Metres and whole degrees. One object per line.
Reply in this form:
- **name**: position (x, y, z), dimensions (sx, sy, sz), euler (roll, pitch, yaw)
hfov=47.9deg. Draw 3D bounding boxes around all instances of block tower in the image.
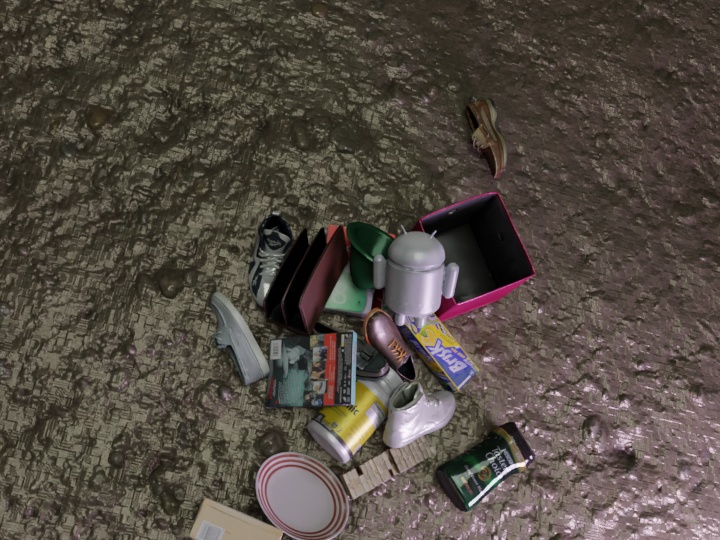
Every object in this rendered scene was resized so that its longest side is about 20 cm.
- **block tower**: position (0.055, 0.396, 1.656), dimensions (0.198, 0.054, 0.058), euler (-23, 81, -18)

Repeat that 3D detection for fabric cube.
- **fabric cube**: position (0.219, -0.022, 1.735), dimensions (0.195, 0.199, 0.202), euler (-20, 79, -16)

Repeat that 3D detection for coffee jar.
- **coffee jar**: position (0.263, 0.404, 1.682), dimensions (0.199, 0.085, 0.105), euler (-31, 83, -19)

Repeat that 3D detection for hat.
- **hat**: position (0.001, 0.022, 1.720), dimensions (0.165, 0.201, 0.177), euler (25, 115, -17)

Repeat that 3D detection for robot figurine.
- **robot figurine**: position (0.107, 0.010, 1.586), dimensions (0.168, 0.113, 0.202), euler (4, 114, 5)

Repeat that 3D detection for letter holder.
- **letter holder**: position (-0.113, 0.004, 1.643), dimensions (0.100, 0.143, 0.201), euler (19, 61, 15)

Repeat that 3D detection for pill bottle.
- **pill bottle**: position (-0.005, 0.281, 1.646), dimensions (0.111, 0.111, 0.200), euler (44, 70, 3)

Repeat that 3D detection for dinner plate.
- **dinner plate**: position (-0.115, 0.442, 1.576), dimensions (0.199, 0.024, 0.201), euler (21, 34, -15)

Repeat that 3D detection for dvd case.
- **dvd case**: position (-0.100, 0.202, 1.634), dimensions (0.198, 0.022, 0.148), euler (-7, 71, 25)

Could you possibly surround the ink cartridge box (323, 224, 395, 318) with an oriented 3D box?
- **ink cartridge box**: position (0.000, 0.000, 1.762), dimensions (0.159, 0.050, 0.202), euler (8, 75, -10)

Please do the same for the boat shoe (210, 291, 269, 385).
- **boat shoe**: position (-0.262, 0.140, 1.653), dimensions (0.071, 0.070, 0.202), euler (-30, 85, -21)

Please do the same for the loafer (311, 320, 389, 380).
- **loafer**: position (-0.030, 0.162, 1.648), dimensions (0.199, 0.063, 0.072), euler (21, 46, 32)

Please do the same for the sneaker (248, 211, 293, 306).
- **sneaker**: position (-0.187, -0.032, 1.687), dimensions (0.079, 0.130, 0.201), euler (13, 72, -6)

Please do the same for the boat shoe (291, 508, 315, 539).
- **boat shoe**: position (-0.094, 0.567, 1.575), dimensions (0.065, 0.073, 0.202), euler (13, 71, -29)

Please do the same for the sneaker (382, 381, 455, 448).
- **sneaker**: position (0.130, 0.270, 1.651), dimensions (0.073, 0.117, 0.199), euler (30, 40, 35)

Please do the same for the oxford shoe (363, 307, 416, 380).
- **oxford shoe**: position (0.067, 0.152, 1.655), dimensions (0.071, 0.201, 0.073), euler (-45, 44, -14)

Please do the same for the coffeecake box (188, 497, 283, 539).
- **coffeecake box**: position (-0.233, 0.482, 1.492), dimensions (0.152, 0.200, 0.074), euler (24, 71, -4)

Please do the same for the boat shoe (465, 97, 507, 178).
- **boat shoe**: position (0.292, -0.309, 1.905), dimensions (0.073, 0.076, 0.202), euler (-7, 68, -8)

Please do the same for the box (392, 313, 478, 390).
- **box**: position (0.158, 0.160, 1.724), dimensions (0.070, 0.064, 0.200), euler (-41, 97, -19)
